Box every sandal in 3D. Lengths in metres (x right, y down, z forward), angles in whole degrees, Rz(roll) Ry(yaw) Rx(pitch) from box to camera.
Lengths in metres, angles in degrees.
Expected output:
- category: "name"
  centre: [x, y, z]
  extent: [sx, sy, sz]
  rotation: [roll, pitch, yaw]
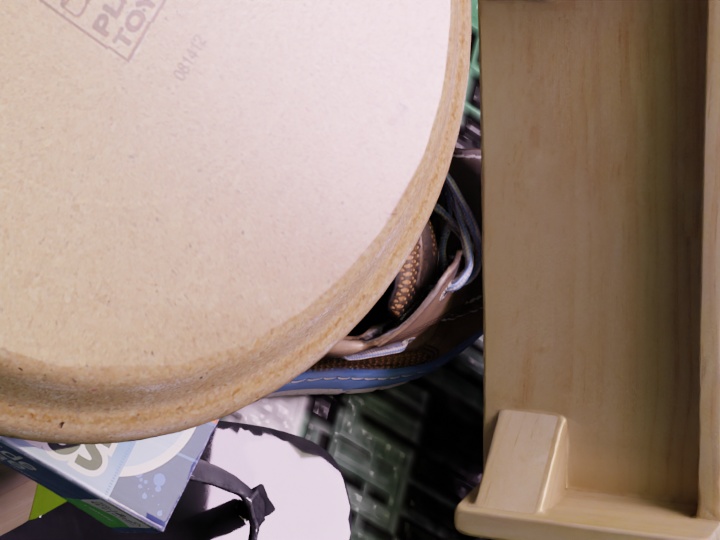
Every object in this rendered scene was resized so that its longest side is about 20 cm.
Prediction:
- category: "sandal"
  centre: [-0.078, 0.083, 0.753]
  extent: [0.199, 0.043, 0.077]
  rotation: [-6, 76, -40]

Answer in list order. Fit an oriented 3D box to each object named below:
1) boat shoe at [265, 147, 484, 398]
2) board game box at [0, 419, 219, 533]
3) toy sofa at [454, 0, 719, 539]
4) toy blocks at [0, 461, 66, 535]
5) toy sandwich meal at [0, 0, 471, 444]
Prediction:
- category: "boat shoe"
  centre: [0.000, 0.000, 0.828]
  extent: [0.199, 0.072, 0.073]
  rotation: [-21, 85, -42]
- category: "board game box"
  centre: [-0.103, -0.046, 0.618]
  extent: [0.199, 0.034, 0.136]
  rotation: [31, 74, -19]
- category: "toy sofa"
  centre: [0.080, -0.021, 0.808]
  extent: [0.098, 0.082, 0.201]
  rotation: [-33, 125, -63]
- category: "toy blocks"
  centre: [-0.177, 0.031, 0.664]
  extent: [0.199, 0.100, 0.137]
  rotation: [-27, 68, -27]
- category: "toy sandwich meal"
  centre: [-0.072, -0.054, 0.579]
  extent: [0.204, 0.070, 0.207]
  rotation: [1, 87, -27]
